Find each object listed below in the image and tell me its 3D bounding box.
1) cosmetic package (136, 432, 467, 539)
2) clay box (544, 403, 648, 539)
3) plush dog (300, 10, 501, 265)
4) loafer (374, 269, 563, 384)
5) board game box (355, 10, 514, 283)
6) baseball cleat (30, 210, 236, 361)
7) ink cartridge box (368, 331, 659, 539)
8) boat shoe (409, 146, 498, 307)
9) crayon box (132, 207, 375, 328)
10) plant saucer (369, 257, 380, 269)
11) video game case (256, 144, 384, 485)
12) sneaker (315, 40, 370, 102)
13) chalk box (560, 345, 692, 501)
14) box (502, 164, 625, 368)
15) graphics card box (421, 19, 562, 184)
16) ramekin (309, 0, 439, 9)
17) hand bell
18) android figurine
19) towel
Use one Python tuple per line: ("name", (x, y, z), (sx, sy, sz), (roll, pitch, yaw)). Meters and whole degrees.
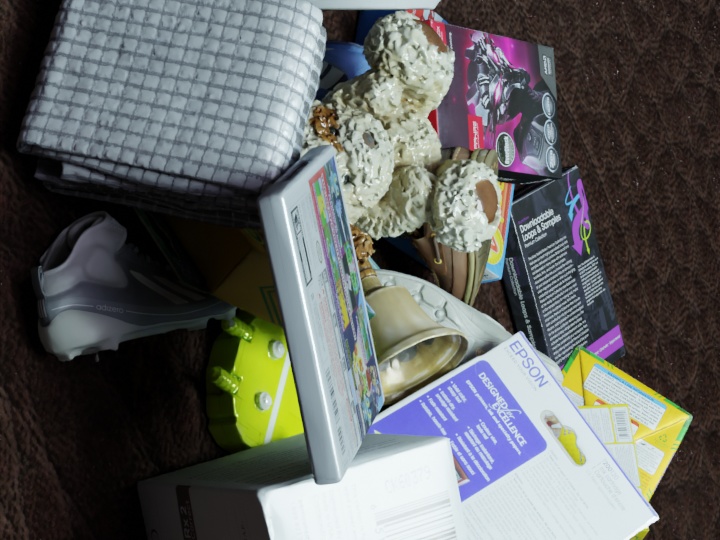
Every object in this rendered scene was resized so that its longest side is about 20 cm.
("cosmetic package", (-0.038, 0.216, 1.510), (0.164, 0.199, 0.166), (-13, 93, -32))
("clay box", (0.134, 0.177, 1.727), (0.048, 0.198, 0.116), (103, -17, -62))
("plush dog", (-0.008, -0.088, 1.616), (0.171, 0.160, 0.202), (-8, 77, -46))
("loafer", (0.080, 0.062, 1.766), (0.199, 0.070, 0.070), (32, 87, -6))
("board game box", (0.064, -0.116, 1.853), (0.195, 0.056, 0.202), (32, 60, -45))
("baseball cleat", (-0.160, 0.004, 1.529), (0.199, 0.069, 0.108), (-16, 97, -53))
("ink cartridge box", (0.107, 0.178, 1.669), (0.199, 0.043, 0.199), (-29, 72, -22))
("boat shoe", (0.077, -0.036, 1.757), (0.201, 0.067, 0.072), (89, 16, -53))
("crayon box", (-0.086, -0.019, 1.577), (0.200, 0.052, 0.126), (27, 21, -51))
("plant saucer", (0.038, 0.064, 1.818), (0.200, 0.019, 0.070), (51, 47, -35))
("video game case", (-0.026, 0.026, 1.442), (0.182, 0.023, 0.202), (-53, 133, -73))
("sneaker", (-0.054, -0.148, 1.698), (0.199, 0.074, 0.083), (-10, 97, -48))
("chalk box", (0.201, 0.178, 1.873), (0.124, 0.200, 0.124), (31, 68, 5))
("box", (0.192, 0.013, 2.014), (0.143, 0.036, 0.202), (-28, 107, -52))
("graphics card box", (0.104, -0.145, 1.824), (0.199, 0.051, 0.127), (5, 79, -53))
("ramekin", (-0.017, -0.259, 1.670), (0.202, 0.201, 0.095), (-8, 101, -52))
("hand bell", (0.000, 0.000, 1.702), (0.104, 0.104, 0.201), (5, 51, -52))
("android figurine", (-0.057, 0.106, 1.670), (0.200, 0.041, 0.183), (43, 52, -42))
("towel", (-0.134, -0.125, 1.498), (0.086, 0.198, 0.167), (75, 27, -69))
